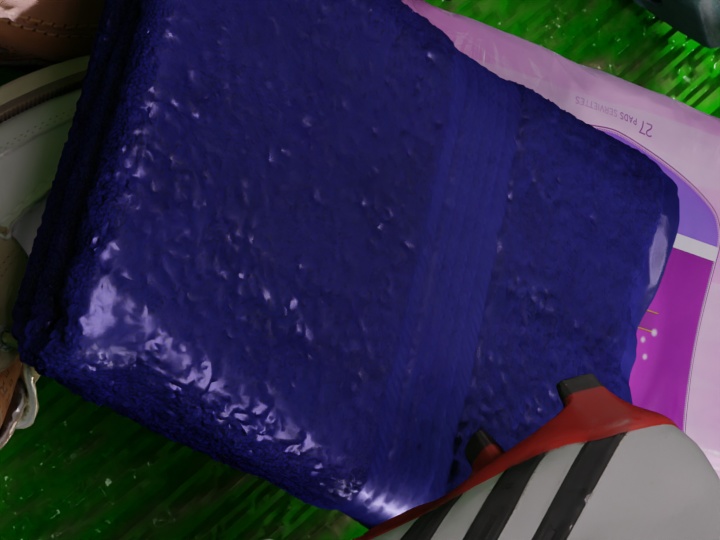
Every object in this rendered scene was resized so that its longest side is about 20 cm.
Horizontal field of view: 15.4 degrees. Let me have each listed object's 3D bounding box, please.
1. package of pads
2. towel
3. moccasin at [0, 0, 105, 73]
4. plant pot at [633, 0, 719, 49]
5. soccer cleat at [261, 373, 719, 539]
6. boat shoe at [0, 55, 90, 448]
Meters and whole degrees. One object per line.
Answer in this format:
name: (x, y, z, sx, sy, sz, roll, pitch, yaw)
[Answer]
package of pads: (0.056, -0.003, 0.846, 0.199, 0.075, 0.121, 17, 79, -37)
towel: (0.000, 0.000, 0.724, 0.199, 0.049, 0.149, 30, 60, -34)
moccasin: (-0.089, -0.158, 0.736, 0.077, 0.073, 0.203, 22, 84, -44)
plant pot: (0.163, -0.179, 0.867, 0.200, 0.200, 0.197, 43, 73, -30)
soccer cleat: (0.008, 0.103, 0.650, 0.199, 0.085, 0.069, -28, 145, -12)
boat shoe: (-0.115, 0.020, 0.699, 0.200, 0.068, 0.075, -39, 150, -24)
